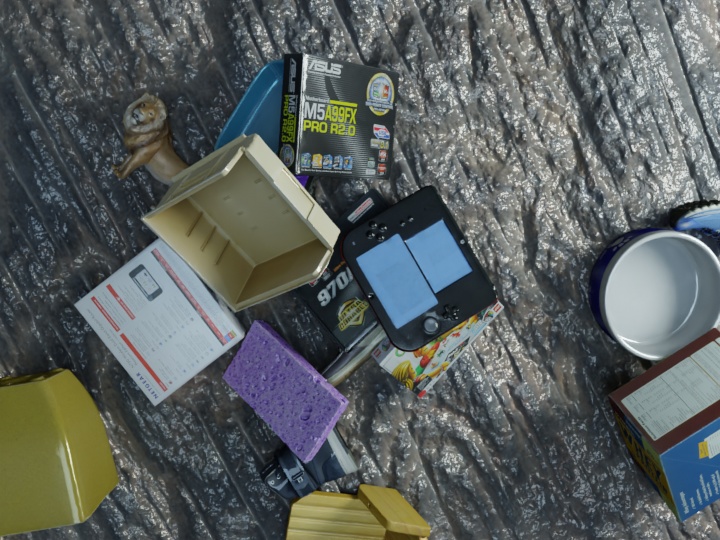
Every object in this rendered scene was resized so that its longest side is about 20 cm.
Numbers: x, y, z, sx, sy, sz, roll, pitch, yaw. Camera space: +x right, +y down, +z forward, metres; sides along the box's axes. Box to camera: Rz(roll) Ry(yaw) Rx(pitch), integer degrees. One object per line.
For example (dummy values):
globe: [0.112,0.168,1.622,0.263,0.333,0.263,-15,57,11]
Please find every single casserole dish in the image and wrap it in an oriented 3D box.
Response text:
casserole dish: [-0.134,-0.218,1.150,0.120,0.039,0.202,27,84,35]

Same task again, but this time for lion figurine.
lion figurine: [-0.291,-0.154,1.175,0.122,0.072,0.201,-43,113,-5]

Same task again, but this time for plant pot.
plant pot: [-0.489,0.258,1.159,0.190,0.196,0.204,-9,93,-3]

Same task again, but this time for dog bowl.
dog bowl: [0.469,0.035,1.245,0.196,0.079,0.204,-1,99,-4]

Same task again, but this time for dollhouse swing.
dollhouse swing: [-0.014,0.464,1.239,0.173,0.181,0.204,7,99,-25]

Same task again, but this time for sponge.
sponge: [-0.118,0.181,1.195,0.199,0.030,0.112,40,104,24]

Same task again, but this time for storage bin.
storage bin: [-0.163,-0.064,1.104,0.197,0.095,0.200,-20,123,38]

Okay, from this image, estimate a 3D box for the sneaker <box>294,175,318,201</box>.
sneaker: [-0.093,-0.138,1.189,0.200,0.070,0.100,-44,107,6]

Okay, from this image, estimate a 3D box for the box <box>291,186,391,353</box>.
box: [0.000,0.000,1.190,0.199,0.046,0.159,-41,82,-4]

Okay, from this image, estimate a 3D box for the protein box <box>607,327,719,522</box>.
protein box: [0.523,0.241,1.215,0.198,0.135,0.200,-32,128,1]

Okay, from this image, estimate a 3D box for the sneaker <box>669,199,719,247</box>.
sneaker: [0.587,-0.066,1.239,0.196,0.079,0.091,1,96,-4]

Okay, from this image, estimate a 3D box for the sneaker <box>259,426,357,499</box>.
sneaker: [-0.110,0.263,1.240,0.144,0.077,0.205,-26,99,-1]

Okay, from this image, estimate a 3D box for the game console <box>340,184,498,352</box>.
game console: [0.083,-0.001,1.149,0.175,0.031,0.202,-30,83,-3]

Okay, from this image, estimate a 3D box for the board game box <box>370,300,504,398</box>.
board game box: [0.121,0.092,1.219,0.200,0.035,0.126,-48,131,2]

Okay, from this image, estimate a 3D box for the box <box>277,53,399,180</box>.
box: [-0.029,-0.216,1.128,0.198,0.044,0.164,-3,102,-47]

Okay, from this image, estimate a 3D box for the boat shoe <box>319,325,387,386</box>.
boat shoe: [-0.002,0.108,1.230,0.200,0.072,0.065,-42,82,1]

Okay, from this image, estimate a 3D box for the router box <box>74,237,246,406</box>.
router box: [-0.306,0.073,1.210,0.178,0.049,0.201,-36,99,2]
